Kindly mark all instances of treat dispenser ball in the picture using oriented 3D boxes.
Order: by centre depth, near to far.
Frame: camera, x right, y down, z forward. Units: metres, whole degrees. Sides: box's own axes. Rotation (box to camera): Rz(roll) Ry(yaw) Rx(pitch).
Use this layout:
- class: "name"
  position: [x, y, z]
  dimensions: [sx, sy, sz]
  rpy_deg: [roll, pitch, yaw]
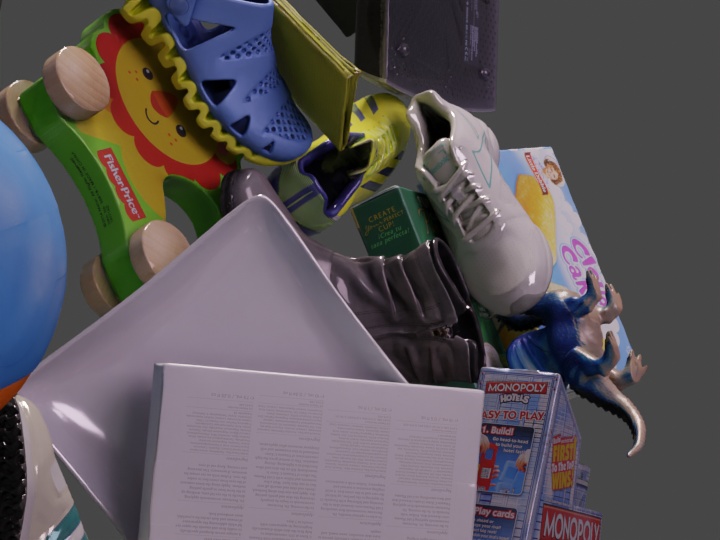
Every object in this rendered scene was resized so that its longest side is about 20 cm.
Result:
- class: "treat dispenser ball"
  position: [-0.252, -0.003, 0.875]
  dimensions: [0.200, 0.201, 0.202]
  rpy_deg: [24, 52, -35]

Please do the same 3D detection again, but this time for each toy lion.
- class: "toy lion"
  position: [-0.139, -0.081, 1.153]
  dimensions: [0.191, 0.069, 0.201]
  rpy_deg: [-21, 84, -57]

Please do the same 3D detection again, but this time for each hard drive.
- class: "hard drive"
  position: [0.054, -0.198, 1.369]
  dimensions: [0.200, 0.042, 0.136]
  rpy_deg: [2, 89, -61]

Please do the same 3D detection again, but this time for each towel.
- class: "towel"
  position: [-0.069, -0.176, 1.205]
  dimensions: [0.018, 0.086, 0.200]
  rpy_deg: [-34, 67, -21]

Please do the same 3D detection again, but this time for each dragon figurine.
- class: "dragon figurine"
  position: [0.146, 0.067, 1.235]
  dimensions: [0.059, 0.099, 0.201]
  rpy_deg: [28, 38, -50]

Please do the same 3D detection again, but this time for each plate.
- class: "plate"
  position: [-0.080, 0.089, 1.062]
  dimensions: [0.200, 0.032, 0.200]
  rpy_deg: [-39, 99, -10]

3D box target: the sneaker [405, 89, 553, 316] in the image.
- class: "sneaker"
  position: [0.077, -0.050, 1.253]
  dimensions: [0.080, 0.070, 0.201]
  rpy_deg: [38, 23, -48]

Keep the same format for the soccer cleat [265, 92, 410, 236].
- class: "soccer cleat"
  position: [-0.004, -0.082, 1.265]
  dimensions: [0.065, 0.084, 0.200]
  rpy_deg: [54, 41, -7]

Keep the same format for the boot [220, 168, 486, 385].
- class: "boot"
  position: [0.000, 0.000, 1.158]
  dimensions: [0.201, 0.131, 0.070]
  rpy_deg: [60, 26, -21]

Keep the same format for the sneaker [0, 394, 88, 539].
- class: "sneaker"
  position: [-0.180, 0.171, 0.964]
  dimensions: [0.093, 0.070, 0.201]
  rpy_deg: [26, 47, -57]

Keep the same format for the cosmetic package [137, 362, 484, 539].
- class: "cosmetic package"
  position: [-0.031, 0.139, 1.031]
  dimensions: [0.199, 0.052, 0.152]
  rpy_deg: [6, 85, -13]

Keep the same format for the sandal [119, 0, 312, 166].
- class: "sandal"
  position: [-0.092, -0.159, 1.160]
  dimensions: [0.200, 0.087, 0.080]
  rpy_deg: [52, 25, -20]

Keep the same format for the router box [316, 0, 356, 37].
- class: "router box"
  position: [-0.027, -0.313, 1.401]
  dimensions: [0.200, 0.052, 0.157]
  rpy_deg: [49, 43, -14]

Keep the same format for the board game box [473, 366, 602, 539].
- class: "board game box"
  position: [0.115, 0.173, 1.158]
  dimensions: [0.200, 0.061, 0.201]
  rpy_deg: [23, 73, -61]

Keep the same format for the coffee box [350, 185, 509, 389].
- class: "coffee box"
  position: [0.063, 0.039, 1.265]
  dimensions: [0.201, 0.044, 0.123]
  rpy_deg: [68, 17, 8]

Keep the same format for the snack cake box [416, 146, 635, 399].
- class: "snack cake box"
  position: [0.134, 0.006, 1.369]
  dimensions: [0.115, 0.067, 0.201]
  rpy_deg: [-9, 74, -47]
